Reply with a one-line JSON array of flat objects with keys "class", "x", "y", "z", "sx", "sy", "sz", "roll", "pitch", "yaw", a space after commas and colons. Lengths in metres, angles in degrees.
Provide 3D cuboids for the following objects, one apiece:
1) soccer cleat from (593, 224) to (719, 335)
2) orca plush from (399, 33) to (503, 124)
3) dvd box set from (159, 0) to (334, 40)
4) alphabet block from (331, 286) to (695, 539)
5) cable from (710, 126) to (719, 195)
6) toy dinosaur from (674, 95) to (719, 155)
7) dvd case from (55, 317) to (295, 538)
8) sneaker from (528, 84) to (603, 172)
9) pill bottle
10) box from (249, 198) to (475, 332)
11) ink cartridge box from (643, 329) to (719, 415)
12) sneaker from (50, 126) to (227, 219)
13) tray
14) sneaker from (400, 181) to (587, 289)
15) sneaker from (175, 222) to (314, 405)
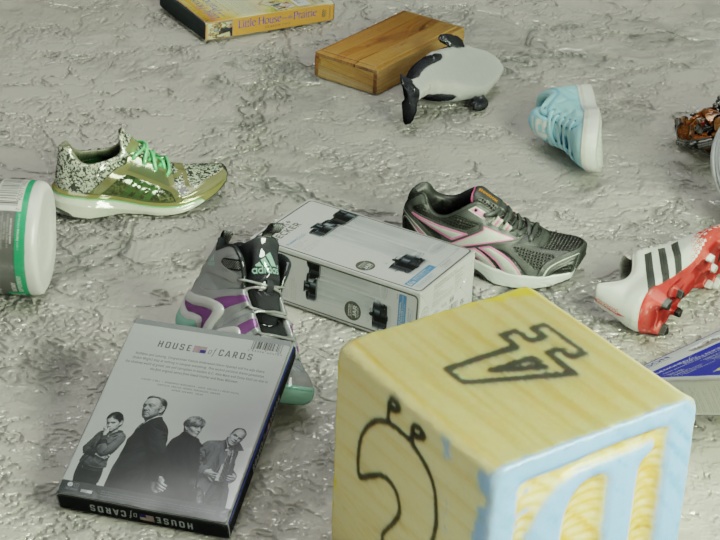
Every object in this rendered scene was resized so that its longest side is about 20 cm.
[{"class": "soccer cleat", "x": 0.307, "y": -0.001, "z": 1.830, "sx": 0.085, "sy": 0.069, "sz": 0.200, "roll": 24, "pitch": 39, "yaw": 27}, {"class": "orca plush", "x": 0.096, "y": -0.220, "z": 2.248, "sx": 0.105, "sy": 0.071, "sz": 0.200, "roll": 51, "pitch": 41, "yaw": -5}, {"class": "dvd box set", "x": -0.156, "y": -0.364, "z": 2.499, "sx": 0.199, "sy": 0.030, "sz": 0.146, "roll": -14, "pitch": 33, "yaw": -29}, {"class": "alphabet block", "x": 0.111, "y": 0.155, "z": 1.394, "sx": 0.195, "sy": 0.197, "sz": 0.200, "roll": -14, "pitch": 31, "yaw": -31}, {"class": "cable", "x": 0.478, "y": -0.114, "z": 1.951, "sx": 0.199, "sy": 0.069, "sz": 0.201, "roll": -10, "pitch": 71, "yaw": -8}, {"class": "toy dinosaur", "x": 0.444, "y": -0.155, "z": 2.104, "sx": 0.135, "sy": 0.103, "sz": 0.200, "roll": -19, "pitch": 37, "yaw": -19}, {"class": "dvd case", "x": -0.152, "y": 0.128, "z": 1.539, "sx": 0.149, "sy": 0.025, "sz": 0.201, "roll": 9, "pitch": 46, "yaw": 12}, {"class": "sneaker", "x": 0.238, "y": -0.161, "z": 2.126, "sx": 0.081, "sy": 0.074, "sz": 0.200, "roll": -5, "pitch": 20, "yaw": 4}, {"class": "pill bottle", "x": -0.404, "y": -0.036, "z": 1.788, "sx": 0.198, "sy": 0.114, "sz": 0.113, "roll": 3, "pitch": 28, "yaw": 1}, {"class": "box", "x": 0.000, "y": 0.000, "z": 1.808, "sx": 0.199, "sy": 0.061, "sz": 0.117, "roll": 18, "pitch": 32, "yaw": 28}, {"class": "ink cartridge box", "x": 0.360, "y": 0.078, "z": 1.641, "sx": 0.197, "sy": 0.047, "sz": 0.200, "roll": -22, "pitch": 2, "yaw": -18}, {"class": "sneaker", "x": -0.238, "y": -0.109, "z": 1.962, "sx": 0.199, "sy": 0.089, "sz": 0.077, "roll": -7, "pitch": 29, "yaw": -17}, {"class": "tray", "x": 0.039, "y": -0.285, "z": 2.365, "sx": 0.098, "sy": 0.037, "sz": 0.200, "roll": 21, "pitch": 32, "yaw": 30}, {"class": "sneaker", "x": 0.133, "y": -0.041, "z": 1.866, "sx": 0.198, "sy": 0.087, "sz": 0.080, "roll": 7, "pitch": 30, "yaw": 8}, {"class": "sneaker", "x": -0.090, "y": 0.026, "z": 1.657, "sx": 0.077, "sy": 0.141, "sz": 0.200, "roll": 10, "pitch": 18, "yaw": -43}]
